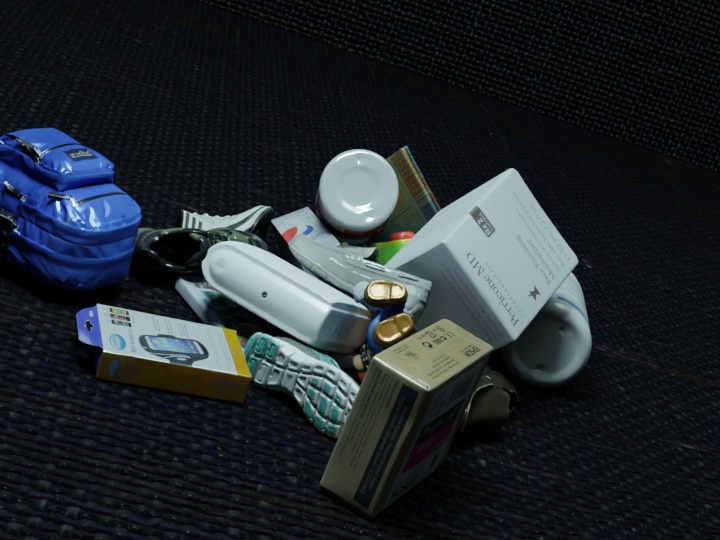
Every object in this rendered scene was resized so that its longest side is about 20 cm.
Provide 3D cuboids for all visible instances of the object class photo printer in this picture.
[{"bbox_3d":[-0.098,0.029,1.659,0.198,0.070,0.166,29,3,22],"label":"photo printer"}]

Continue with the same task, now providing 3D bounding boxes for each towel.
[{"bbox_3d":[0.052,-0.090,2.008,0.022,0.200,0.148,-28,87,-34],"label":"towel"}]

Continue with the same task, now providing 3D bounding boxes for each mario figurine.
[{"bbox_3d":[0.020,0.095,1.599,0.105,0.125,0.201,21,-25,13],"label":"mario figurine"}]

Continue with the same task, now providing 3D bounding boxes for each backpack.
[{"bbox_3d":[-0.375,-0.071,1.625,0.199,0.170,0.162,32,29,22],"label":"backpack"}]

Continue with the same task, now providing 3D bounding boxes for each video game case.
[{"bbox_3d":[-0.125,0.067,1.717,0.180,0.022,0.200,6,25,-36],"label":"video game case"}]

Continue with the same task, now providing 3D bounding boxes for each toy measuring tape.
[{"bbox_3d":[0.046,-0.025,1.908,0.073,0.074,0.199,31,11,30],"label":"toy measuring tape"}]

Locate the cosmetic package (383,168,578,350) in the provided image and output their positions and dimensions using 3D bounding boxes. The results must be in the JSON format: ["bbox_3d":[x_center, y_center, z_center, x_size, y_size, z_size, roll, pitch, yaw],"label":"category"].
[{"bbox_3d":[0.155,0.002,1.773,0.166,0.164,0.200,52,48,-8],"label":"cosmetic package"}]

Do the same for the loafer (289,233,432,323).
[{"bbox_3d":[0.000,0.000,1.695,0.198,0.070,0.070,29,-10,13],"label":"loafer"}]

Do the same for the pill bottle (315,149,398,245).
[{"bbox_3d":[-0.008,-0.099,1.909,0.113,0.116,0.200,19,-8,-2],"label":"pill bottle"}]

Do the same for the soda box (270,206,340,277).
[{"bbox_3d":[-0.073,-0.027,1.886,0.063,0.069,0.200,-20,22,-9],"label":"soda box"}]

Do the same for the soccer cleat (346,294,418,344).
[{"bbox_3d":[0.051,0.087,1.725,0.198,0.078,0.069,31,11,9],"label":"soccer cleat"}]

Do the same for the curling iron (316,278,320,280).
[{"bbox_3d":[-0.101,0.006,1.802,0.025,0.050,0.199,-5,24,-39],"label":"curling iron"}]

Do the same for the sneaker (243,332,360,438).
[{"bbox_3d":[-0.044,0.130,1.554,0.199,0.078,0.091,34,20,30],"label":"sneaker"}]

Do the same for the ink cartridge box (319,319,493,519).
[{"bbox_3d":[0.054,0.157,1.433,0.074,0.167,0.199,28,21,19],"label":"ink cartridge box"}]

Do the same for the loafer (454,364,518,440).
[{"bbox_3d":[0.154,0.166,1.647,0.071,0.074,0.200,24,19,17],"label":"loafer"}]

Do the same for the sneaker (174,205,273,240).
[{"bbox_3d":[-0.205,-0.070,1.920,0.114,0.077,0.200,25,22,9],"label":"sneaker"}]

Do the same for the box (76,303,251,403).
[{"bbox_3d":[-0.232,0.094,1.516,0.197,0.042,0.119,10,21,-19],"label":"box"}]

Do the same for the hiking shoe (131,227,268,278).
[{"bbox_3d":[-0.209,-0.019,1.753,0.197,0.077,0.100,0,5,-24],"label":"hiking shoe"}]

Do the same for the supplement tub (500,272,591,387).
[{"bbox_3d":[0.268,0.075,1.920,0.130,0.134,0.200,20,19,0],"label":"supplement tub"}]
